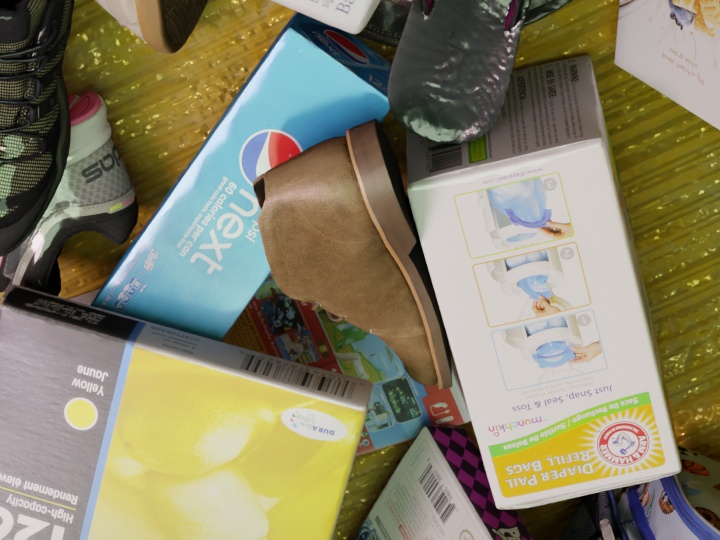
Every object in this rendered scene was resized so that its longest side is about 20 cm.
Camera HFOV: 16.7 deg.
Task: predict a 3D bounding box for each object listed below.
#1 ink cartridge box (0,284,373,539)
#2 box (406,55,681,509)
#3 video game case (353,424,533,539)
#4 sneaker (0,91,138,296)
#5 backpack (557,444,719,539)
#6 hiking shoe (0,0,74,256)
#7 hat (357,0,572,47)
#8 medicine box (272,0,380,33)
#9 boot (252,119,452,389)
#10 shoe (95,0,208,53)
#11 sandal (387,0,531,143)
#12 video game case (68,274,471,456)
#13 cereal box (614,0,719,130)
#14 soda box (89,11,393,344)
[{"bbox_3d":[-0.112,0.127,1.284,0.197,0.047,0.200,15,107,1],"label":"ink cartridge box"},{"bbox_3d":[0.096,0.007,1.282,0.101,0.113,0.200,-13,117,8],"label":"box"},{"bbox_3d":[0.048,0.217,1.343,0.036,0.200,0.181,5,127,-35],"label":"video game case"},{"bbox_3d":[-0.202,-0.011,1.304,0.200,0.074,0.088,-29,107,11],"label":"sneaker"},{"bbox_3d":[0.196,0.199,1.334,0.200,0.191,0.154,21,116,-8],"label":"backpack"},{"bbox_3d":[-0.181,-0.106,1.206,0.076,0.101,0.200,9,89,8],"label":"hiking shoe"},{"bbox_3d":[0.045,-0.185,1.203,0.200,0.081,0.201,1,116,2],"label":"hat"},{"bbox_3d":[-0.067,-0.211,1.040,0.200,0.182,0.103,23,115,-11],"label":"medicine box"},{"bbox_3d":[0.000,0.000,1.256,0.075,0.074,0.200,-18,142,6],"label":"boot"},{"bbox_3d":[-0.107,-0.162,1.182,0.053,0.200,0.070,29,79,11],"label":"shoe"},{"bbox_3d":[0.055,-0.141,1.155,0.075,0.048,0.201,8,125,3],"label":"sandal"},{"bbox_3d":[-0.055,0.052,1.363,0.200,0.017,0.143,-18,115,11],"label":"video game case"},{"bbox_3d":[0.182,-0.164,1.171,0.039,0.144,0.200,-17,125,-27],"label":"cereal box"},{"bbox_3d":[-0.062,-0.037,1.279,0.068,0.064,0.200,35,109,-6],"label":"soda box"}]
